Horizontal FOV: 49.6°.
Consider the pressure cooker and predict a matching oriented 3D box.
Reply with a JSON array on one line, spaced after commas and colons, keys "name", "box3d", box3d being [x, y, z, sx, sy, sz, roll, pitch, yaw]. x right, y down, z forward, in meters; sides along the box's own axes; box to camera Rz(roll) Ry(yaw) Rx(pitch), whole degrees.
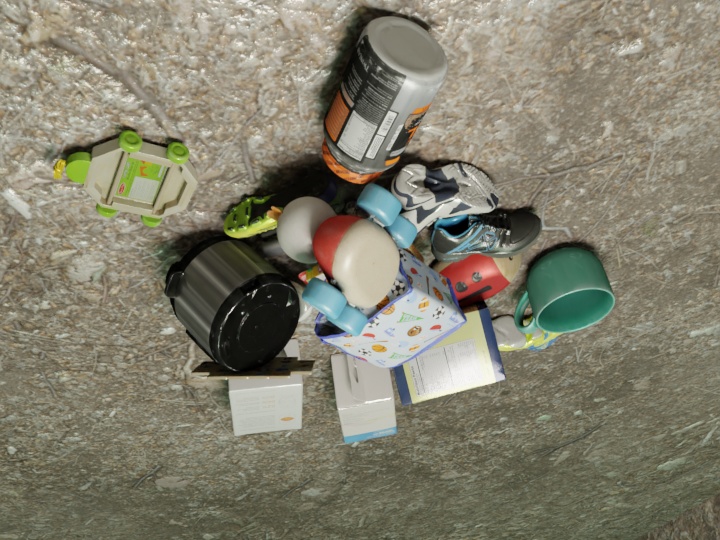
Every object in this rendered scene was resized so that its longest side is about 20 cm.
[{"name": "pressure cooker", "box3d": [-0.212, 0.043, 1.273, 0.178, 0.199, 0.178, -39, 141, -19]}]

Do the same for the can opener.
[{"name": "can opener", "box3d": [-0.065, -0.063, 1.282, 0.196, 0.054, 0.067, -18, 144, 12]}]

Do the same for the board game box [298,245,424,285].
[{"name": "board game box", "box3d": [0.000, 0.000, 1.300, 0.196, 0.031, 0.095, -22, 142, 22]}]

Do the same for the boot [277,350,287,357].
[{"name": "boot", "box3d": [-0.176, 0.133, 1.443, 0.072, 0.181, 0.202, -35, 141, -18]}]

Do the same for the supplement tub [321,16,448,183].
[{"name": "supplement tub", "box3d": [0.024, -0.218, 1.031, 0.120, 0.125, 0.201, 6, 142, -22]}]

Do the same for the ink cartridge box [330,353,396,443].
[{"name": "ink cartridge box", "box3d": [0.008, 0.265, 1.687, 0.122, 0.131, 0.202, -9, 146, -2]}]

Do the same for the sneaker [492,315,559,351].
[{"name": "sneaker", "box3d": [0.343, 0.146, 1.658, 0.195, 0.077, 0.106, -9, 146, -3]}]

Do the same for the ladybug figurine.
[{"name": "ladybug figurine", "box3d": [0.210, 0.011, 1.439, 0.197, 0.073, 0.135, -29, 141, 24]}]

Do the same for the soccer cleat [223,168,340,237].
[{"name": "soccer cleat", "box3d": [-0.122, -0.090, 1.221, 0.196, 0.066, 0.084, -22, 146, 16]}]

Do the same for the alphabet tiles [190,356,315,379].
[{"name": "alphabet tiles", "box3d": [-0.174, 0.161, 1.293, 0.194, 0.007, 0.166, -1, -176, 0]}]

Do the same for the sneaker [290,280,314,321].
[{"name": "sneaker", "box3d": [-0.106, 0.049, 1.371, 0.078, 0.072, 0.200, -9, -178, -17]}]

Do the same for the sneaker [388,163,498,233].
[{"name": "sneaker", "box3d": [0.117, -0.107, 1.256, 0.195, 0.081, 0.129, -5, 161, -32]}]

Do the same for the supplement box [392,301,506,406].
[{"name": "supplement box", "box3d": [0.159, 0.149, 1.486, 0.195, 0.138, 0.200, -15, -178, 6]}]

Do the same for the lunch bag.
[{"name": "lunch bag", "box3d": [0.042, 0.071, 1.279, 0.199, 0.126, 0.169, -40, 135, 23]}]

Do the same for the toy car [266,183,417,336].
[{"name": "toy car", "box3d": [-0.051, -0.042, 1.144, 0.187, 0.198, 0.177, -58, 153, -7]}]

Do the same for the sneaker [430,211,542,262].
[{"name": "sneaker", "box3d": [0.216, -0.066, 1.333, 0.195, 0.075, 0.083, -13, 145, 2]}]

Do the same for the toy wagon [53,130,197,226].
[{"name": "toy wagon", "box3d": [-0.338, -0.137, 1.122, 0.196, 0.040, 0.156, 11, 139, -27]}]

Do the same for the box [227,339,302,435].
[{"name": "box", "box3d": [-0.199, 0.246, 1.627, 0.148, 0.108, 0.202, -4, 144, -9]}]

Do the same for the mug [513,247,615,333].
[{"name": "mug", "box3d": [0.376, 0.033, 1.476, 0.180, 0.117, 0.153, -12, 146, 3]}]
